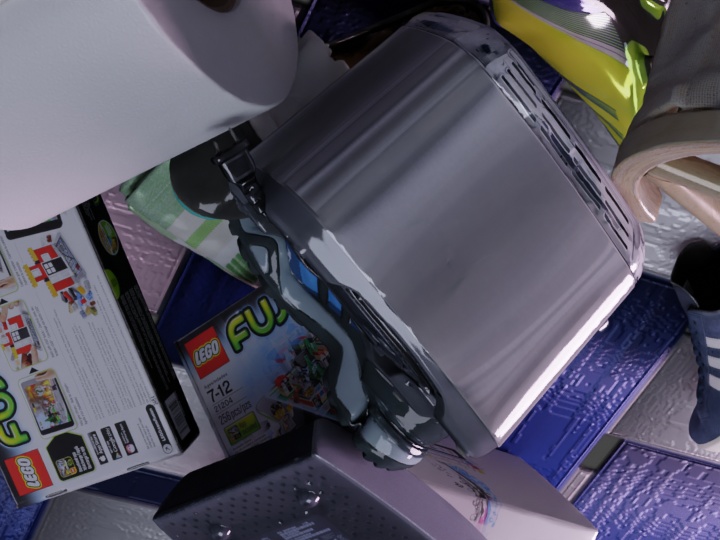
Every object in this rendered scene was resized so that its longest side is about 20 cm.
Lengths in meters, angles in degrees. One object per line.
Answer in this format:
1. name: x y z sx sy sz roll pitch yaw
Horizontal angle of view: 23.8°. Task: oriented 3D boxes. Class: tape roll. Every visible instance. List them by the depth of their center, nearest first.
1. tape roll: -0.137 -0.136 0.759 0.138 0.204 0.203 -23 131 21

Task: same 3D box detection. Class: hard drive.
1. hard drive: -0.001 0.158 0.932 0.134 0.043 0.200 -25 126 34

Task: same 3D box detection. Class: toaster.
1. toaster: 0.034 -0.025 0.770 0.129 0.114 0.200 -43 113 -7

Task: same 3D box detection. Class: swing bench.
1. swing bench: 0.215 -0.104 0.787 0.199 0.200 0.129 25 165 -24

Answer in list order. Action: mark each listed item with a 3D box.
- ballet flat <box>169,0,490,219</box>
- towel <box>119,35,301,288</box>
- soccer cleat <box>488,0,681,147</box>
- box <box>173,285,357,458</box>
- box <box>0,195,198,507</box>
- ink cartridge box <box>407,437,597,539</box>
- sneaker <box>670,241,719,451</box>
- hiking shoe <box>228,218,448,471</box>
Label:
1. ballet flat: -0.010 -0.092 0.840 0.068 0.200 0.068 53 144 4
2. towel: -0.014 -0.035 0.956 0.199 0.023 0.152 33 124 -27
3. soccer cleat: 0.114 -0.128 0.890 0.083 0.065 0.200 5 148 37
4. box: -0.001 0.040 0.939 0.199 0.111 0.035 -33 166 24
5. box: -0.179 0.021 0.948 0.109 0.035 0.201 -19 99 17
6. ink cartridge box: 0.017 0.180 1.084 0.199 0.145 0.148 19 99 -20
7. sneaker: 0.221 0.031 1.039 0.084 0.075 0.201 18 134 2
8. hiking shoe: 0.000 0.000 0.884 0.086 0.074 0.201 -33 87 13
